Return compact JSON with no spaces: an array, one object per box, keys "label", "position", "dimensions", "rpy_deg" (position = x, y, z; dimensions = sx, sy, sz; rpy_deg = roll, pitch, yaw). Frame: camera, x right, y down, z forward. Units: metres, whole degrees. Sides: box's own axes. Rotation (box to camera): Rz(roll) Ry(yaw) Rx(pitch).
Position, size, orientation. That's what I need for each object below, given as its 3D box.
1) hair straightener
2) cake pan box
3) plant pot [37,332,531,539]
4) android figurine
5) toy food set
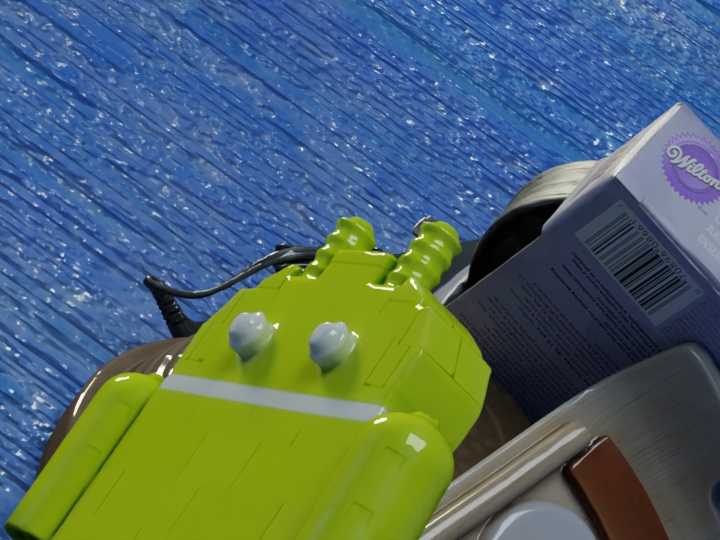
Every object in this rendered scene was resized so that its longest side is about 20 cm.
[{"label":"hair straightener","position":[0.000,0.000,1.096],"dimensions":[0.200,0.077,0.041],"rpy_deg":[2,45,-43]},{"label":"cake pan box","position":[0.116,0.053,0.998],"dimensions":[0.200,0.184,0.052],"rpy_deg":[46,55,-2]},{"label":"plant pot","position":[-0.003,0.078,0.968],"dimensions":[0.200,0.093,0.201],"rpy_deg":[24,32,-16]},{"label":"android figurine","position":[-0.036,0.066,0.848],"dimensions":[0.041,0.200,0.182],"rpy_deg":[43,-19,-28]},{"label":"toy food set","position":[0.069,0.130,0.886],"dimensions":[0.200,0.060,0.144],"rpy_deg":[-31,96,-34]}]
